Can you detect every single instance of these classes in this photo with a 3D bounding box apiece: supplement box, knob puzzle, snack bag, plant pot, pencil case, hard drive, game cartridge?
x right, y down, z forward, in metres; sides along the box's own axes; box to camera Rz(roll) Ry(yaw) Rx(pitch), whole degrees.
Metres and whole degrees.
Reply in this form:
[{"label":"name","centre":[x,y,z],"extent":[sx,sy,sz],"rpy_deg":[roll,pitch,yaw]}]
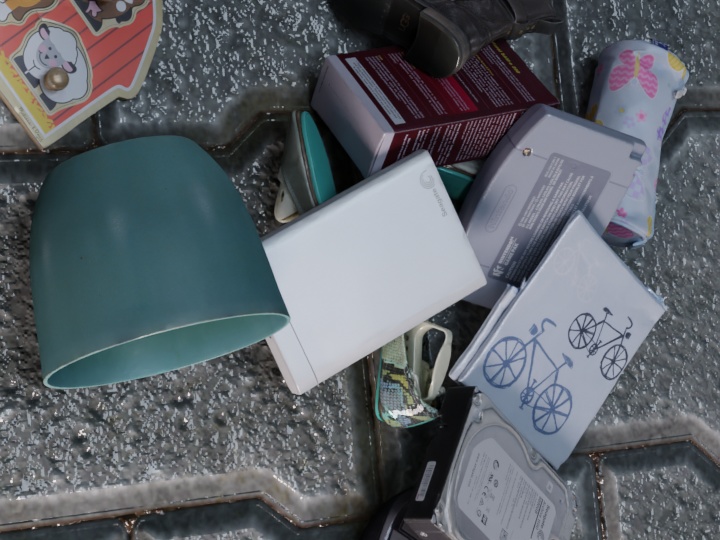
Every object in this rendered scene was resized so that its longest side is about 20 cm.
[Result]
[{"label":"supplement box","centre":[0.068,-0.152,1.676],"extent":[0.199,0.061,0.109],"rpy_deg":[-13,52,-32]},{"label":"knob puzzle","centre":[-0.241,-0.228,1.538],"extent":[0.219,0.030,0.221],"rpy_deg":[5,81,-31]},{"label":"snack bag","centre":[0.187,0.063,1.716],"extent":[0.200,0.021,0.188],"rpy_deg":[-55,131,-7]},{"label":"plant pot","centre":[-0.171,-0.012,1.467],"extent":[0.200,0.200,0.162],"rpy_deg":[-9,77,-32]},{"label":"pencil case","centre":[0.259,-0.123,1.806],"extent":[0.090,0.083,0.201],"rpy_deg":[20,74,-17]},{"label":"hard drive","centre":[0.123,0.215,1.663],"extent":[0.200,0.038,0.140],"rpy_deg":[49,50,-38]},{"label":"hard drive","centre":[0.000,0.000,1.588],"extent":[0.199,0.027,0.132],"rpy_deg":[-30,103,-20]},{"label":"game cartridge","centre":[0.161,-0.052,1.699],"extent":[0.133,0.041,0.201],"rpy_deg":[16,115,-26]}]

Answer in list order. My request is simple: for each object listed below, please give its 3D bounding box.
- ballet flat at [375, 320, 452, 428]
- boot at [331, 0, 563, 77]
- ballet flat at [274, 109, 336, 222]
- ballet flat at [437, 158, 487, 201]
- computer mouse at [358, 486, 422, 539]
[{"label":"ballet flat","centre":[0.052,0.040,1.663],"extent":[0.074,0.074,0.201],"rpy_deg":[0,88,-32]},{"label":"boot","centre":[0.073,-0.262,1.708],"extent":[0.200,0.069,0.174],"rpy_deg":[44,44,11]},{"label":"ballet flat","centre":[-0.042,-0.039,1.622],"extent":[0.067,0.063,0.201],"rpy_deg":[-45,115,-74]},{"label":"ballet flat","centre":[0.132,-0.081,1.740],"extent":[0.199,0.069,0.070],"rpy_deg":[26,71,-26]},{"label":"computer mouse","centre":[0.016,0.277,1.624],"extent":[0.138,0.053,0.201],"rpy_deg":[42,66,-26]}]
